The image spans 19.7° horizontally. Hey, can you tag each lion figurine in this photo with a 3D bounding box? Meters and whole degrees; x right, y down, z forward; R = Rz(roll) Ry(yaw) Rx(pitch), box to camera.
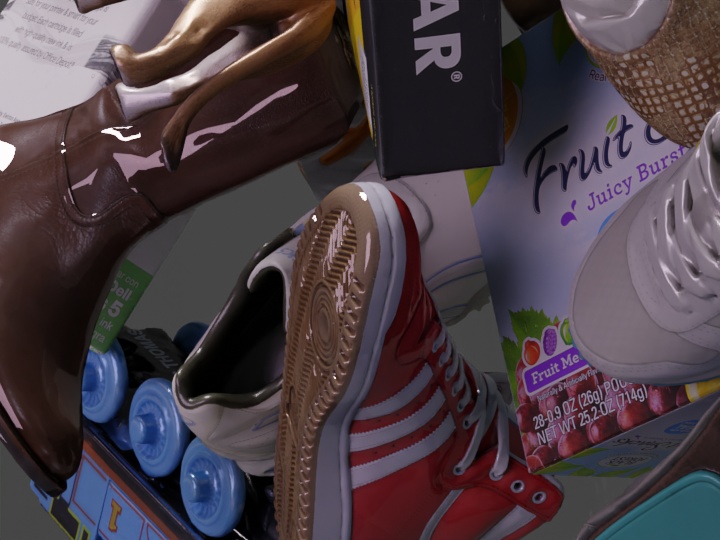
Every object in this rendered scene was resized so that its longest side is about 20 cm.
[{"bbox_3d":[-0.051,-0.120,0.826,0.073,0.122,0.200,80,169,-48],"label":"lion figurine"}]

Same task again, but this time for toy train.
[{"bbox_3d":[-0.080,0.102,0.982,0.200,0.087,0.114,37,120,45],"label":"toy train"}]

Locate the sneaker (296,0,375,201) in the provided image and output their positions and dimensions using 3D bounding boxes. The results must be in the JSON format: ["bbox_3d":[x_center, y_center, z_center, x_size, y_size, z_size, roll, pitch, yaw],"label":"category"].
[{"bbox_3d":[0.000,-0.129,0.942,0.077,0.078,0.201,-171,85,-76],"label":"sneaker"}]

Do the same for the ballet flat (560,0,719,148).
[{"bbox_3d":[0.078,-0.136,0.707,0.070,0.065,0.200,-20,84,47],"label":"ballet flat"}]

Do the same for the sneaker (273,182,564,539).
[{"bbox_3d":[0.030,0.043,0.814,0.071,0.112,0.200,-108,19,-44],"label":"sneaker"}]

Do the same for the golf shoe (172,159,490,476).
[{"bbox_3d":[0.000,0.000,0.861,0.078,0.097,0.200,39,92,22],"label":"golf shoe"}]

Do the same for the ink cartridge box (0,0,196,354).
[{"bbox_3d":[-0.129,-0.079,1.007,0.200,0.084,0.145,-58,35,-5],"label":"ink cartridge box"}]

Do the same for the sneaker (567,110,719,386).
[{"bbox_3d":[0.130,-0.024,0.655,0.200,0.081,0.077,-38,62,40],"label":"sneaker"}]

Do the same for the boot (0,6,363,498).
[{"bbox_3d":[-0.073,-0.024,0.853,0.200,0.064,0.187,-25,59,7],"label":"boot"}]

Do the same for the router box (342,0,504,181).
[{"bbox_3d":[0.016,-0.157,0.762,0.149,0.051,0.200,-101,5,-58],"label":"router box"}]

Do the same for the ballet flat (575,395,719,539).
[{"bbox_3d":[0.147,0.067,0.720,0.067,0.064,0.200,55,138,8],"label":"ballet flat"}]

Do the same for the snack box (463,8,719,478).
[{"bbox_3d":[0.133,-0.033,0.763,0.200,0.068,0.169,-29,63,41],"label":"snack box"}]

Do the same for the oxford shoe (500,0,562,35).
[{"bbox_3d":[0.052,-0.180,0.872,0.073,0.084,0.200,-35,60,39],"label":"oxford shoe"}]
